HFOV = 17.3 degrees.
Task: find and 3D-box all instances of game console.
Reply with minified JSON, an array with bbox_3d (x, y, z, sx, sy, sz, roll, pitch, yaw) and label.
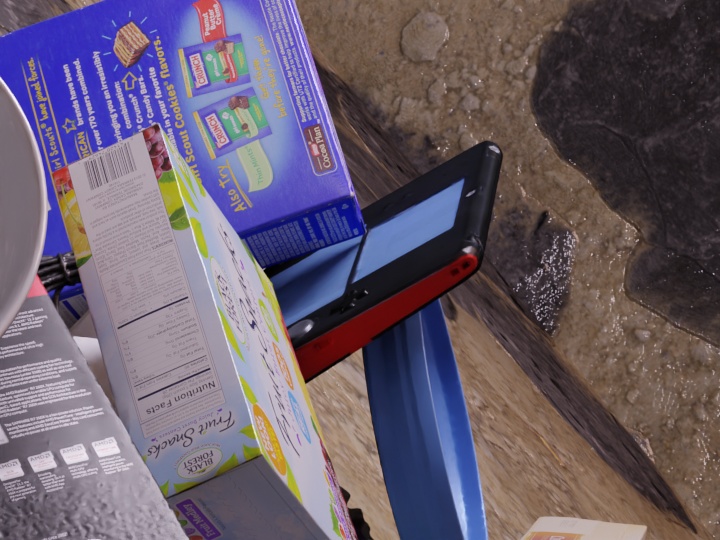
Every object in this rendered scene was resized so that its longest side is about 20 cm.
[{"bbox_3d":[0.000,0.000,1.351,0.031,0.176,0.200,52,18,-13],"label":"game console"}]

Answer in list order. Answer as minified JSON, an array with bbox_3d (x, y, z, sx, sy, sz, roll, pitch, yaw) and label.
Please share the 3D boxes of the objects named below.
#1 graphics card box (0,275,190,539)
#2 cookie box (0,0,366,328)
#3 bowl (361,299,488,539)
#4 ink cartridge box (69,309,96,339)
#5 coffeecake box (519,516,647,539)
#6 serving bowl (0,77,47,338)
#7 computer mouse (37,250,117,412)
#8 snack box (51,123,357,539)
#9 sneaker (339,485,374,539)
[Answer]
[{"bbox_3d":[-0.162,0.090,1.019,0.125,0.051,0.200,-13,48,-29],"label":"graphics card box"},{"bbox_3d":[-0.116,-0.075,1.370,0.075,0.199,0.172,68,4,-70],"label":"cookie box"},{"bbox_3d":[0.038,0.095,1.402,0.201,0.039,0.202,-12,90,-83],"label":"bowl"},{"bbox_3d":[-0.086,0.125,1.315,0.200,0.084,0.146,52,10,26],"label":"ink cartridge box"},{"bbox_3d":[0.127,0.259,1.418,0.072,0.202,0.153,4,2,11],"label":"coffeecake box"},{"bbox_3d":[-0.236,-0.019,1.008,0.200,0.200,0.066,49,-25,9],"label":"serving bowl"},{"bbox_3d":[-0.146,0.062,1.222,0.044,0.109,0.201,99,-23,-51],"label":"computer mouse"},{"bbox_3d":[-0.072,0.057,1.158,0.169,0.067,0.201,57,9,-54],"label":"snack box"},{"bbox_3d":[0.000,0.211,1.410,0.200,0.081,0.088,46,15,15],"label":"sneaker"}]
